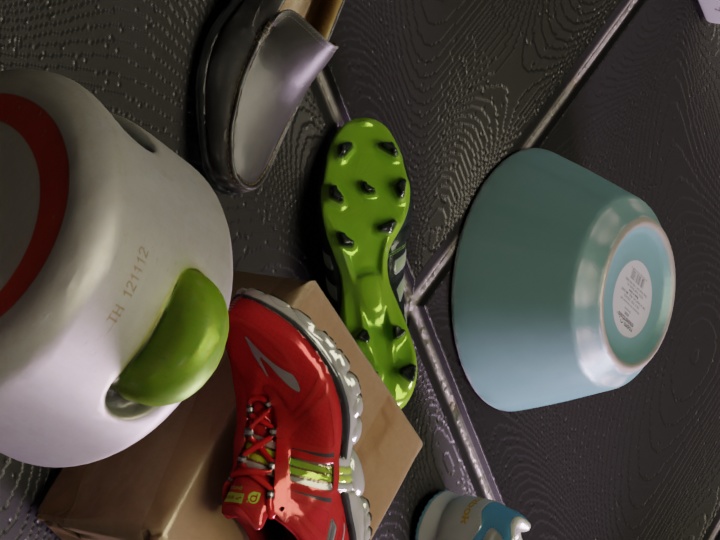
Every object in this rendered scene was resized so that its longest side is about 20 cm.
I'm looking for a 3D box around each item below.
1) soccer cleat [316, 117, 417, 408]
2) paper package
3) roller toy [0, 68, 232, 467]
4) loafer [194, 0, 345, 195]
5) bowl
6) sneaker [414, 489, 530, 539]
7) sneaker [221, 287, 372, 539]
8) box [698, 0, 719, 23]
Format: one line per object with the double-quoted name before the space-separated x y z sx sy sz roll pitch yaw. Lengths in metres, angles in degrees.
"soccer cleat" 0.000 0.000 1.511 0.067 0.081 0.202 0 77 -16
"paper package" -0.075 0.127 1.391 0.201 0.103 0.191 -61 139 -28
"roller toy" -0.173 -0.002 1.167 0.140 0.199 0.183 36 37 -51
"loafer" -0.049 -0.143 1.404 0.073 0.072 0.201 20 80 -55
"bowl" 0.165 0.012 1.702 0.200 0.104 0.202 -12 105 -52
"sneaker" 0.092 0.262 1.667 0.076 0.080 0.201 -36 125 -47
"sneaker" -0.045 0.107 1.281 0.085 0.077 0.201 -36 124 -39
"box" 0.365 -0.321 1.837 0.172 0.199 0.199 -60 140 -25
